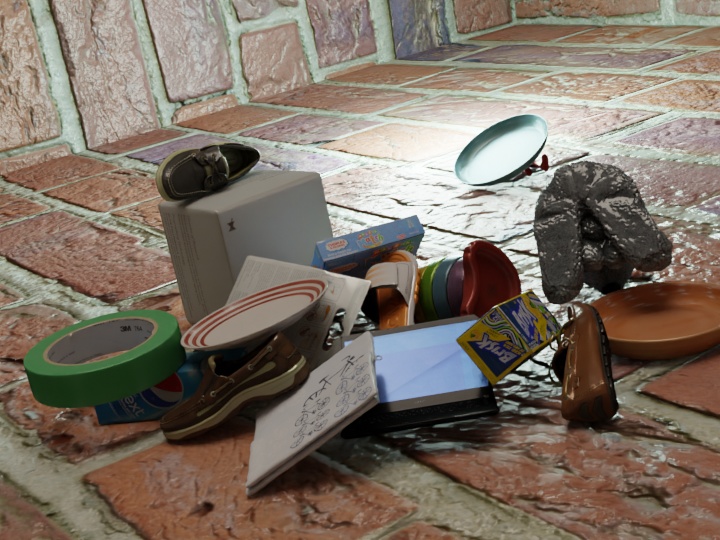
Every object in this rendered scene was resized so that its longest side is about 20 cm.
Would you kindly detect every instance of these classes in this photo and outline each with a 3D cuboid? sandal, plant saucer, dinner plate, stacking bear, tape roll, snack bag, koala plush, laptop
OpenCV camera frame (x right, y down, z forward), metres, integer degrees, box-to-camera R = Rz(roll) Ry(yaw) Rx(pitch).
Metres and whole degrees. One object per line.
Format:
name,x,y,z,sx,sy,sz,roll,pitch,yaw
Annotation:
sandal,0.033,0.043,1.682,0.079,0.059,0.207,-40,34,33
plant saucer,0.376,0.064,1.606,0.200,0.037,0.200,-9,17,3
dinner plate,-0.131,0.060,1.630,0.200,0.024,0.200,-19,15,5
plant saucer,0.271,-0.223,2.455,0.200,0.027,0.200,-25,32,17
stacking bear,0.107,0.034,1.747,0.114,0.122,0.200,13,-14,-43
tape roll,-0.326,0.110,1.651,0.200,0.048,0.200,-11,19,4
snack bag,-0.054,0.152,1.465,0.189,0.021,0.200,-38,16,13
koala plush,0.325,-0.037,1.749,0.177,0.184,0.200,-20,-24,13
laptop,0.063,0.120,1.498,0.177,0.103,0.200,-10,1,4

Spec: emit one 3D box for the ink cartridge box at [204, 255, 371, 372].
ink cartridge box,-0.092,0.072,1.711,0.200,0.047,0.160,11,67,29

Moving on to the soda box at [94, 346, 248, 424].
soda box,-0.241,0.148,1.664,0.200,0.064,0.068,-7,18,13

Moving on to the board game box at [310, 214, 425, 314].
board game box,0.000,0.000,1.827,0.151,0.037,0.200,-16,-22,-17

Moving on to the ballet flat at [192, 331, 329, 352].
ballet flat,-0.141,0.081,1.801,0.200,0.068,0.068,-8,8,9

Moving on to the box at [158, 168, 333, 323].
box,-0.163,-0.034,1.954,0.199,0.200,0.171,-23,19,-35

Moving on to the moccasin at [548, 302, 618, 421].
moccasin,0.250,0.105,1.488,0.078,0.074,0.201,-13,35,13

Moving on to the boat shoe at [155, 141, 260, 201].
boat shoe,-0.223,-0.154,1.920,0.066,0.072,0.201,-8,13,33

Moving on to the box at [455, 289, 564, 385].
box,0.179,0.076,1.518,0.064,0.070,0.200,-42,-9,17

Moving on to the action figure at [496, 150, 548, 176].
action figure,0.293,-0.224,2.522,0.065,0.052,0.200,-22,19,-18

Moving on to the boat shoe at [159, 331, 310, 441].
boat shoe,-0.163,0.134,1.563,0.202,0.075,0.075,-28,14,10
